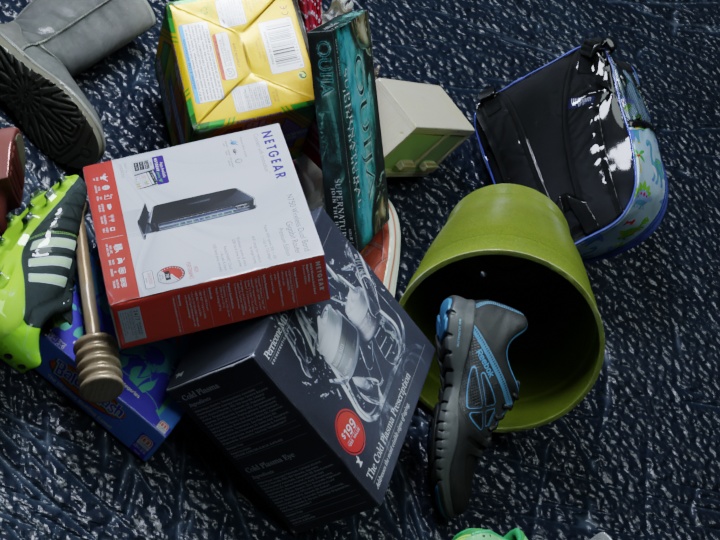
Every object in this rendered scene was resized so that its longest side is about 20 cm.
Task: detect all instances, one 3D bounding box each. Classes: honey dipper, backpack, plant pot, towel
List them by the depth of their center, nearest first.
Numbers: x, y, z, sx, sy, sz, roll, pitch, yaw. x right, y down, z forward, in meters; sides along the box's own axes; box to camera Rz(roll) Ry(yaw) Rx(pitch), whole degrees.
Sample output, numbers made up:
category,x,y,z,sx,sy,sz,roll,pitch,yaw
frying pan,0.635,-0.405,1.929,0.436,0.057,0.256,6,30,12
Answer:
category,x,y,z,sx,sy,sz,roll,pitch,yaw
honey dipper,-0.226,0.018,1.552,0.038,0.038,0.201,12,46,-30
towel,-0.054,-0.199,1.754,0.022,0.202,0.145,-13,22,-15
plant pot,0.136,0.017,1.804,0.199,0.201,0.194,32,30,-12
backpack,0.236,-0.111,1.981,0.146,0.182,0.202,19,52,-54

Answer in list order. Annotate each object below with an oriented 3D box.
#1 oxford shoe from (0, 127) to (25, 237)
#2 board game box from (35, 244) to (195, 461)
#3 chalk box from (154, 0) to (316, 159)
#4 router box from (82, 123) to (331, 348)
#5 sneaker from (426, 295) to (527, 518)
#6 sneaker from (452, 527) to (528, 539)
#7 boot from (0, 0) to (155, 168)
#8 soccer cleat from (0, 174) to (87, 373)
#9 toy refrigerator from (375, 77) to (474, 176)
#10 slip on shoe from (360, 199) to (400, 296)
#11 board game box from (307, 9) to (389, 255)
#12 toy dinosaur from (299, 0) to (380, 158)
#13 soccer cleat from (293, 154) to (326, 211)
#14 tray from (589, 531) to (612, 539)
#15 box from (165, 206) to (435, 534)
category,x,y,z,sx,sy,sz,roll,pitch,yaw
oxford shoe,-0.333,-0.032,1.567,0.074,0.071,0.202,3,54,5
board game box,-0.188,0.047,1.613,0.152,0.045,0.200,39,41,-4
chalk box,-0.121,-0.167,1.746,0.123,0.200,0.126,-12,77,-14
router box,-0.132,-0.033,1.568,0.178,0.049,0.201,-14,39,-7
sneaker,0.105,0.126,1.686,0.081,0.202,0.073,5,6,-7
sneaker,0.091,0.273,1.629,0.199,0.074,0.084,-7,63,-52
boot,-0.258,-0.199,1.756,0.182,0.073,0.200,48,35,3
soccer cleat,-0.261,0.001,1.522,0.081,0.067,0.201,50,36,-25
toy refrigerator,0.045,-0.139,1.872,0.070,0.076,0.200,51,17,10
slip on shoe,0.000,0.000,1.786,0.061,0.074,0.201,15,47,-10
board game box,-0.009,-0.127,1.691,0.135,0.028,0.202,-49,135,-69
toy dinosaur,-0.044,-0.185,1.913,0.102,0.077,0.201,25,63,0
soccer cleat,-0.032,-0.047,1.773,0.077,0.070,0.201,-5,40,6
tray,0.260,0.332,1.693,0.022,0.107,0.200,-36,81,-27
box,-0.046,0.085,1.609,0.182,0.104,0.201,50,37,-23
